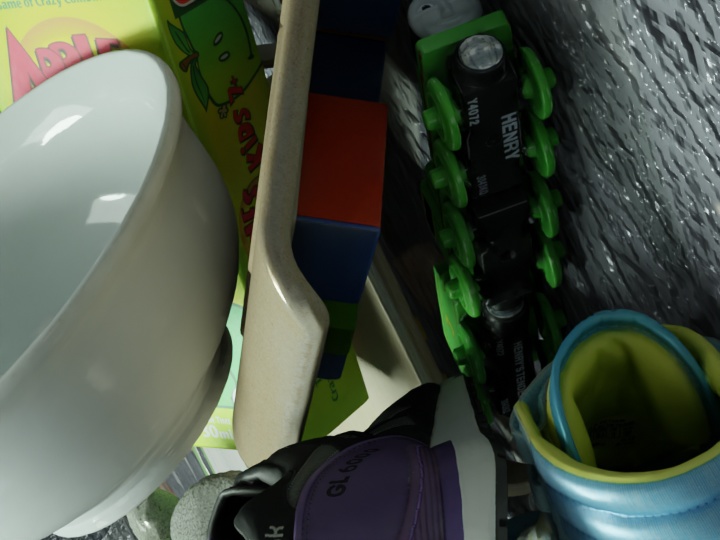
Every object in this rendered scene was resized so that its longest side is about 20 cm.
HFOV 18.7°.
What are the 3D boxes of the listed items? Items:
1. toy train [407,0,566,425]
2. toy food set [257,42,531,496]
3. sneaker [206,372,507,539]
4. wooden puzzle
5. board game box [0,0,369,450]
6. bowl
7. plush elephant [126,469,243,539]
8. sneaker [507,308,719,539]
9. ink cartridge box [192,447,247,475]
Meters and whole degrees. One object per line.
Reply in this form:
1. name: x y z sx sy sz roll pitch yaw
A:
1. toy train: 0.040 -0.018 0.712 0.200 0.042 0.057 79 169 -55
2. toy food set: 0.000 0.000 0.903 0.143 0.060 0.201 5 126 62
3. sneaker: -0.004 0.072 0.688 0.200 0.087 0.076 133 137 -89
4. wooden puzzle: -0.012 -0.050 0.698 0.185 0.046 0.201 104 169 -69
5. board game box: -0.075 -0.029 0.837 0.101 0.048 0.201 1 118 40
6. bowl: -0.108 0.028 0.753 0.090 0.201 0.201 43 176 -26
7. plush elephant: -0.042 0.144 0.812 0.155 0.165 0.200 44 -169 -21
8. sneaker: 0.077 0.068 0.666 0.131 0.079 0.200 62 159 -14
9. ink cartridge box: -0.068 0.140 1.488 0.146 0.048 0.200 65 168 -15
